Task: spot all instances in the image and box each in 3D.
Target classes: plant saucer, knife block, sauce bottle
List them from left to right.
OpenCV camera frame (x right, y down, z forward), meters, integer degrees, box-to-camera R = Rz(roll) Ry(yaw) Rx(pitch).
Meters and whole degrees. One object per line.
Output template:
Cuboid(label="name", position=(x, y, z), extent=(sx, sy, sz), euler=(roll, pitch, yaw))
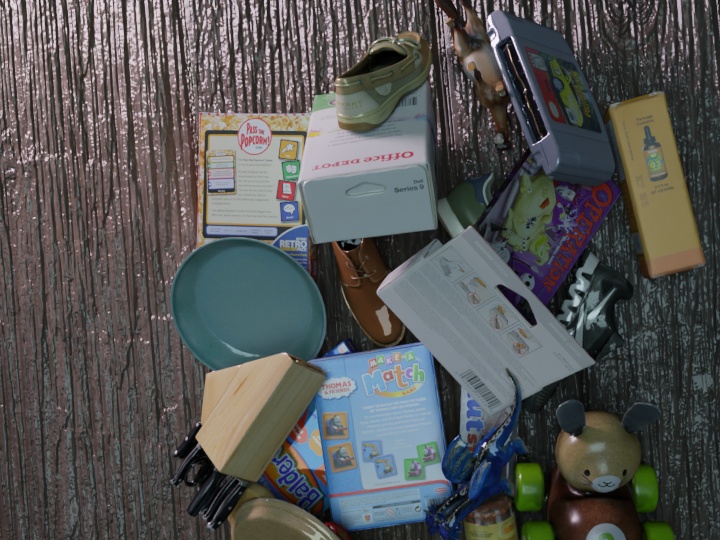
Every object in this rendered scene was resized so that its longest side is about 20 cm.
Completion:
Cuboid(label="knife block", position=(-0.134, 0.202, 1.095), extent=(0.197, 0.064, 0.179), euler=(-17, 61, 35))
Cuboid(label="plant saucer", position=(-0.134, 0.045, 1.157), extent=(0.195, 0.036, 0.204), euler=(4, 118, 8))
Cuboid(label="sauce bottle", position=(0.165, 0.365, 1.120), extent=(0.064, 0.066, 0.205), euler=(-9, 102, 9))

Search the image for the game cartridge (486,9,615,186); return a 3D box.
Cuboid(label="game cartridge", position=(0.218, -0.194, 1.067), extent=(0.041, 0.132, 0.204), euler=(-31, 68, 36))

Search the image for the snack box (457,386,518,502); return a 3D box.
Cuboid(label="snack box", position=(0.156, 0.174, 1.144), extent=(0.070, 0.024, 0.205), euler=(2, 92, 10))

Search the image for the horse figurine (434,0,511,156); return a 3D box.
Cuboid(label="horse figurine", position=(0.135, -0.247, 1.104), extent=(0.049, 0.132, 0.203), euler=(-26, 74, 12))

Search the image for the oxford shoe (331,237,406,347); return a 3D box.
Cuboid(label="oxford shoe", position=(0.000, 0.000, 1.146), extent=(0.070, 0.071, 0.204), euler=(-22, 89, 8))

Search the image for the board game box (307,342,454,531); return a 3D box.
Cuboid(label="board game box", position=(0.026, 0.195, 1.115), extent=(0.148, 0.037, 0.205), euler=(-9, 89, 7))

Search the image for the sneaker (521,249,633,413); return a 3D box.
Cuboid(label="sneaker", position=(0.257, 0.084, 1.104), extent=(0.089, 0.066, 0.203), euler=(26, 93, 11))

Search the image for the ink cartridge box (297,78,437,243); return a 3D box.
Cuboid(label="ink cartridge box", position=(0.014, -0.127, 1.072), extent=(0.142, 0.202, 0.089), euler=(-7, 125, 9))

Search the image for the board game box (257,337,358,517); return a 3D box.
Cuboid(label="board game box", position=(-0.051, 0.206, 1.169), extent=(0.199, 0.045, 0.153), euler=(-38, 85, 9))

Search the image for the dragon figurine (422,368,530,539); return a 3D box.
Cuboid(label="dragon figurine", position=(0.130, 0.214, 1.037), extent=(0.059, 0.098, 0.204), euler=(36, 122, 39))

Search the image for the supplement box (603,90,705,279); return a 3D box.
Cuboid(label="supplement box", position=(0.336, -0.097, 1.089), extent=(0.065, 0.069, 0.205), euler=(-13, 90, 8))

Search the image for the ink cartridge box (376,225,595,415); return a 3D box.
Cuboid(label="ink cartridge box", position=(0.138, 0.050, 1.036), extent=(0.200, 0.045, 0.176), euler=(47, 136, -7))

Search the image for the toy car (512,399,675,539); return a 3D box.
Cuboid(label="toy car", position=(0.260, 0.219, 1.025), extent=(0.160, 0.159, 0.203), euler=(0, 128, 0))

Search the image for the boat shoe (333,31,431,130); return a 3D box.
Cuboid(label="boat shoe", position=(0.026, -0.232, 1.081), extent=(0.072, 0.201, 0.064), euler=(8, 130, 29))

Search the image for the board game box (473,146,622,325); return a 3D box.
Cuboid(label="board game box", position=(0.203, -0.051, 1.085), extent=(0.120, 0.032, 0.201), euler=(39, 76, -13))

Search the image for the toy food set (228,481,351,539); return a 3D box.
Cuboid(label="toy food set", position=(-0.075, 0.347, 1.128), extent=(0.196, 0.049, 0.202), euler=(2, 119, 33))

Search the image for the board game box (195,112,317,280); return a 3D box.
Cuboid(label="board game box", position=(-0.127, -0.092, 1.177), extent=(0.148, 0.046, 0.205), euler=(3, 92, 10))

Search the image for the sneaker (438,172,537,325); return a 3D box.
Cuboid(label="sneaker", position=(0.174, -0.024, 1.115), extent=(0.089, 0.067, 0.202), euler=(-36, 83, 13))
